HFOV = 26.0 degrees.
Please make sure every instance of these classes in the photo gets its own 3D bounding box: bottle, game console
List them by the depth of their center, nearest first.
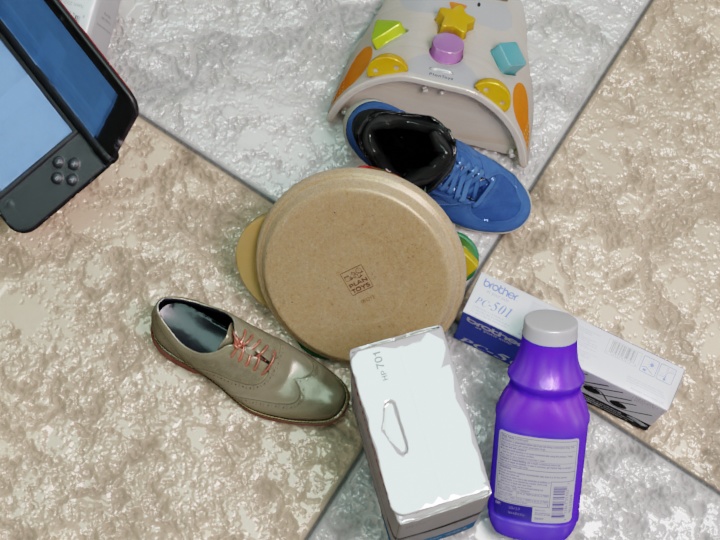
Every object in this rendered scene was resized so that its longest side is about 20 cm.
[{"bbox_3d":[0.156,0.134,1.347,0.082,0.065,0.203,5,112,9],"label":"bottle"},{"bbox_3d":[-0.303,-0.158,1.349,0.172,0.119,0.201,-39,88,2],"label":"game console"}]

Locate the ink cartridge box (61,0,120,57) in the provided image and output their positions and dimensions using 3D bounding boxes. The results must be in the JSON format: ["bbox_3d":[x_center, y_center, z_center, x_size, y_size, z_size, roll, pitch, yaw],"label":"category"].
[{"bbox_3d":[-0.318,-0.197,1.452,0.143,0.085,0.203,15,89,4],"label":"ink cartridge box"}]

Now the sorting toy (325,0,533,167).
[{"bbox_3d":[0.084,-0.216,1.499,0.197,0.107,0.182,13,55,2],"label":"sorting toy"}]

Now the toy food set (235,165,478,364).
[{"bbox_3d":[0.000,0.000,1.392,0.198,0.049,0.200,44,115,-12],"label":"toy food set"}]

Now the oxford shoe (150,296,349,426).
[{"bbox_3d":[-0.103,0.082,1.404,0.198,0.075,0.071,22,73,5],"label":"oxford shoe"}]

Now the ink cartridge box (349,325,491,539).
[{"bbox_3d":[0.046,0.147,1.324,0.085,0.200,0.148,-14,75,-6],"label":"ink cartridge box"}]

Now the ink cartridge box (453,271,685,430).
[{"bbox_3d":[0.185,0.074,1.404,0.198,0.094,0.045,26,74,6],"label":"ink cartridge box"}]

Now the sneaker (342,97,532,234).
[{"bbox_3d":[0.077,-0.086,1.414,0.199,0.111,0.077,33,97,-13],"label":"sneaker"}]
